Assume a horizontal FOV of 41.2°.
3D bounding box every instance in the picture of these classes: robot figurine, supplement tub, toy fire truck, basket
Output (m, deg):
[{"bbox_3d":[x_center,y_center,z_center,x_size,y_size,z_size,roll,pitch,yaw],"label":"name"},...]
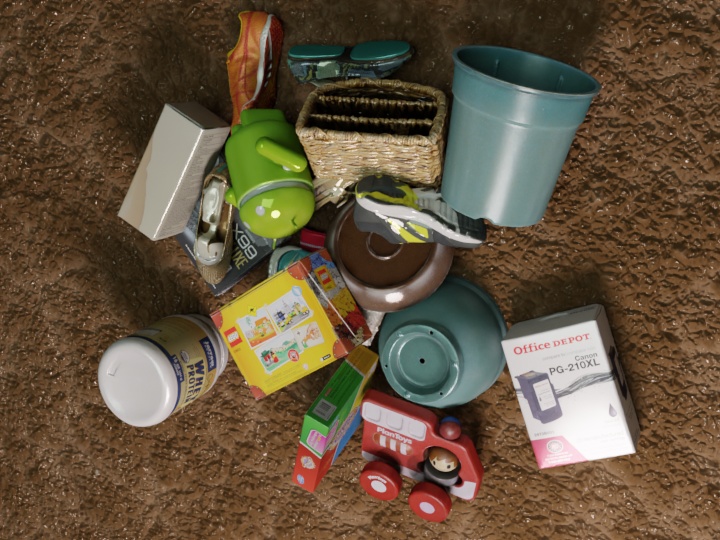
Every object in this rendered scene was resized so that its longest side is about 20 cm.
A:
[{"bbox_3d":[-0.131,-0.137,1.402,0.175,0.115,0.202,-42,57,53],"label":"robot figurine"},{"bbox_3d":[-0.317,0.155,1.570,0.143,0.200,0.146,6,105,21],"label":"supplement tub"},{"bbox_3d":[0.090,0.271,1.448,0.198,0.112,0.169,19,134,17],"label":"toy fire truck"},{"bbox_3d":[0.023,-0.213,1.341,0.198,0.149,0.144,6,71,11],"label":"basket"}]

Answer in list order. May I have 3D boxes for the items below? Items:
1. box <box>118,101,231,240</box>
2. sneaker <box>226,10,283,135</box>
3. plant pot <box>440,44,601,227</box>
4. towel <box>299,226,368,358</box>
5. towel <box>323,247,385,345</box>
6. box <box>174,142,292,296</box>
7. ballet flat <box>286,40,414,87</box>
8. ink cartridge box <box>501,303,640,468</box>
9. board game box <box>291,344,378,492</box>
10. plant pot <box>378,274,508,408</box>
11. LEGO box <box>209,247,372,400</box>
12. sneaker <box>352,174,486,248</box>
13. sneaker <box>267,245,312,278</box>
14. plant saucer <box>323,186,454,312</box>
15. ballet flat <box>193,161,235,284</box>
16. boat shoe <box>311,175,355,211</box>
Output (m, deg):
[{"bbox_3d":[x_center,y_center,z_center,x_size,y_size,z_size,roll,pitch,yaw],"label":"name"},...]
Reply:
[{"bbox_3d":[-0.288,-0.155,1.489,0.077,0.095,0.201,33,110,12],"label":"box"},{"bbox_3d":[-0.172,-0.297,1.478,0.077,0.073,0.202,16,98,22],"label":"sneaker"},{"bbox_3d":[0.200,-0.177,1.290,0.199,0.200,0.198,19,118,17],"label":"plant pot"},{"bbox_3d":[-0.042,0.039,1.527,0.143,0.022,0.202,15,108,20],"label":"towel"},{"bbox_3d":[0.000,0.000,1.449,0.132,0.034,0.201,24,85,20],"label":"towel"},{"bbox_3d":[-0.228,-0.085,1.558,0.157,0.050,0.201,-36,87,25],"label":"box"},{"bbox_3d":[-0.011,-0.300,1.416,0.198,0.074,0.075,6,105,23],"label":"ballet flat"},{"bbox_3d":[0.302,0.166,1.379,0.144,0.084,0.202,-15,97,24],"label":"ink cartridge box"},{"bbox_3d":[-0.040,0.226,1.458,0.040,0.153,0.201,28,142,13],"label":"board game box"},{"bbox_3d":[0.108,0.120,1.422,0.198,0.134,0.202,6,105,22],"label":"plant pot"},{"bbox_3d":[-0.105,0.081,1.418,0.199,0.077,0.150,-29,89,34],"label":"LEGO box"},{"bbox_3d":[0.081,-0.073,1.364,0.198,0.075,0.085,20,141,-3],"label":"sneaker"},{"bbox_3d":[-0.102,0.062,1.512,0.079,0.078,0.202,3,106,16],"label":"sneaker"},{"bbox_3d":[0.038,-0.039,1.412,0.198,0.032,0.202,-4,70,10],"label":"plant saucer"},{"bbox_3d":[-0.233,-0.070,1.499,0.070,0.065,0.202,14,107,16],"label":"ballet flat"},{"bbox_3d":[-0.057,-0.117,1.472,0.199,0.073,0.063,-25,100,30],"label":"boat shoe"}]
